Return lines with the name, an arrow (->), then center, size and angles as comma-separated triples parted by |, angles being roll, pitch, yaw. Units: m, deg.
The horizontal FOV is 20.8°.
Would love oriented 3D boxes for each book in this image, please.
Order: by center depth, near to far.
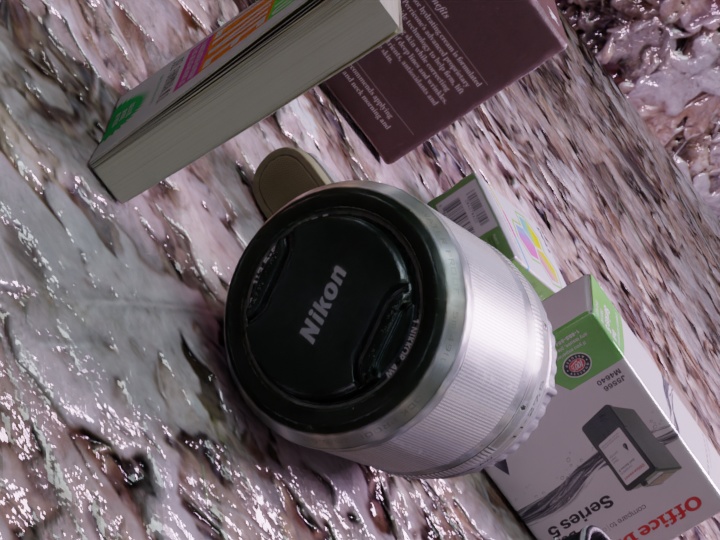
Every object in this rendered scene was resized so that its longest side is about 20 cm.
book -> -0.067, -0.128, 1.193 | 0.048, 0.199, 0.134 | 51, 16, -19

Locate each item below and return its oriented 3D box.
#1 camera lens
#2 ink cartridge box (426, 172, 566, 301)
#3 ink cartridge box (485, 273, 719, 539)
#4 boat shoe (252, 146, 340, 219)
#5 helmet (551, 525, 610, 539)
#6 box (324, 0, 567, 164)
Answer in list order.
camera lens -> 0.021, 0.041, 1.211 | 0.200, 0.159, 0.161 | 27, 34, -61
ink cartridge box -> 0.147, -0.003, 1.861 | 0.200, 0.059, 0.104 | 36, 26, -53
ink cartridge box -> 0.175, 0.129, 1.539 | 0.200, 0.145, 0.084 | 53, 17, -15
boat shoe -> 0.000, 0.000, 1.385 | 0.068, 0.075, 0.201 | 9, 50, -62
helmet -> 0.165, 0.259, 1.181 | 0.200, 0.189, 0.202 | 7, 90, -79
box -> 0.055, -0.238, 1.773 | 0.166, 0.199, 0.165 | 51, 16, -24
